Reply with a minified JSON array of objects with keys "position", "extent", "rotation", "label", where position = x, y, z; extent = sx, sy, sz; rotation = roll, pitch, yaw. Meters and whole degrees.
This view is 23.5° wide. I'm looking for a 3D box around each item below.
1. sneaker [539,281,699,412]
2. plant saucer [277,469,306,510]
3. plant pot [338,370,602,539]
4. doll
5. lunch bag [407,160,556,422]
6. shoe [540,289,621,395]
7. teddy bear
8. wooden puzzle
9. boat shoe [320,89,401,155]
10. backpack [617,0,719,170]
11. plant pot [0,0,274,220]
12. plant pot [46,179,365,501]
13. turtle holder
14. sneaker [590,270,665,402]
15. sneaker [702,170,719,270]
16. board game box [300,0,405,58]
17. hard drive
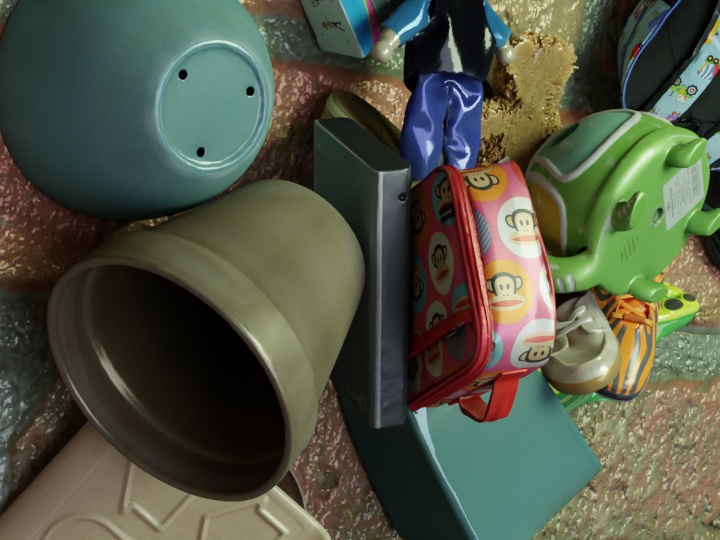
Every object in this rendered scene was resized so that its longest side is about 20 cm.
[{"position":[0.227,0.070,1.593],"extent":[0.199,0.074,0.084],"rotation":[-28,135,-25],"label":"sneaker"},{"position":[-0.132,0.223,1.380],"extent":[0.199,0.032,0.201],"rotation":[-10,108,-35],"label":"plant saucer"},{"position":[0.072,0.120,1.443],"extent":[0.141,0.141,0.201],"rotation":[-41,115,-22],"label":"plant pot"},{"position":[0.061,-0.158,1.319],"extent":[0.136,0.048,0.201],"rotation":[2,95,-36],"label":"doll"},{"position":[0.075,0.026,1.272],"extent":[0.081,0.200,0.177],"rotation":[-6,76,-19],"label":"lunch bag"},{"position":[0.168,0.039,1.465],"extent":[0.070,0.200,0.053],"rotation":[-29,117,7],"label":"shoe"},{"position":[0.120,-0.108,1.468],"extent":[0.144,0.067,0.201],"rotation":[-14,117,-24],"label":"teddy bear"},{"position":[-0.150,0.202,1.290],"extent":[0.200,0.046,0.185],"rotation":[43,93,-5],"label":"wooden puzzle"},{"position":[0.029,-0.060,1.395],"extent":[0.063,0.073,0.201],"rotation":[-36,120,17],"label":"boat shoe"},{"position":[0.316,-0.199,1.533],"extent":[0.182,0.135,0.200],"rotation":[28,109,-27],"label":"backpack"},{"position":[-0.137,-0.125,1.215],"extent":[0.199,0.135,0.201],"rotation":[-10,108,-35],"label":"plant pot"},{"position":[-0.086,0.030,1.205],"extent":[0.174,0.199,0.201],"rotation":[-46,127,-42],"label":"plant pot"},{"position":[0.198,-0.046,1.417],"extent":[0.141,0.131,0.186],"rotation":[31,89,-53],"label":"turtle holder"},{"position":[0.237,0.008,1.508],"extent":[0.077,0.112,0.201],"rotation":[12,60,-7],"label":"sneaker"},{"position":[0.368,-0.044,1.652],"extent":[0.200,0.082,0.073],"rotation":[42,75,-38],"label":"sneaker"},{"position":[0.030,-0.281,1.345],"extent":[0.200,0.064,0.148],"rotation":[-39,122,-22],"label":"board game box"},{"position":[0.000,0.000,1.304],"extent":[0.033,0.140,0.201],"rotation":[-7,112,-19],"label":"hard drive"}]
